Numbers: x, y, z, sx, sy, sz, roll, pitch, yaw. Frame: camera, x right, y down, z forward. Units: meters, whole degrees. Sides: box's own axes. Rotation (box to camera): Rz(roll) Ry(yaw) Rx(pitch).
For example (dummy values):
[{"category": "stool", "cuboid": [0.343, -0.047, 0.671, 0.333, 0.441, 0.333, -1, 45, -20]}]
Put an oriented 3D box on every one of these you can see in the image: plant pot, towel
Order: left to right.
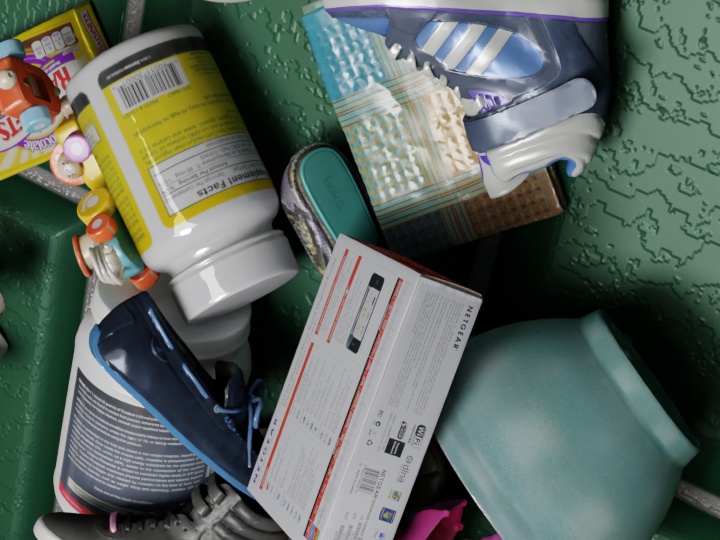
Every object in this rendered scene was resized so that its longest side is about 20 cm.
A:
[{"category": "towel", "cuboid": [0.051, -0.116, 1.390, 0.146, 0.022, 0.202, -16, 101, 28]}, {"category": "plant pot", "cuboid": [0.147, 0.112, 1.345, 0.134, 0.200, 0.201, -36, 89, 10]}]

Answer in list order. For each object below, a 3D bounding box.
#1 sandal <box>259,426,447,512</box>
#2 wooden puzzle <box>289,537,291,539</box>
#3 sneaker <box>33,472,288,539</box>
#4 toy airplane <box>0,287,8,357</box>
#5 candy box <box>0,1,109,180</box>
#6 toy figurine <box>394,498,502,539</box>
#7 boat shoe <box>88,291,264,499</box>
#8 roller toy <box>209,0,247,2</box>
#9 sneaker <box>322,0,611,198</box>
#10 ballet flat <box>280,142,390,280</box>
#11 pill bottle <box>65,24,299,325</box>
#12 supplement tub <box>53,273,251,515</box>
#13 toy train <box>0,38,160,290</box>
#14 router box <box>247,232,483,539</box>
[{"category": "sandal", "cuboid": [-0.011, 0.154, 1.529, 0.199, 0.054, 0.083, -10, 89, 34]}, {"category": "wooden puzzle", "cuboid": [-0.015, 0.224, 1.438, 0.185, 0.037, 0.202, -162, 74, -69]}, {"category": "sneaker", "cuboid": [-0.142, 0.189, 1.486, 0.198, 0.071, 0.100, 17, 105, -7]}, {"category": "toy airplane", "cuboid": [-0.368, 0.010, 1.660, 0.199, 0.142, 0.199, 26, 159, 11]}, {"category": "candy box", "cuboid": [-0.272, -0.136, 1.591, 0.199, 0.026, 0.103, -18, 103, 36]}, {"category": "toy figurine", "cuboid": [0.095, 0.251, 1.404, 0.198, 0.150, 0.186, -20, 83, 9]}, {"category": "boat shoe", "cuboid": [-0.108, 0.096, 1.431, 0.069, 0.084, 0.200, -46, 119, 0]}, {"category": "roller toy", "cuboid": [-0.081, -0.279, 1.341, 0.181, 0.140, 0.201, -21, 98, 37]}, {"category": "sneaker", "cuboid": [0.069, -0.122, 1.317, 0.198, 0.081, 0.148, 4, 102, 5]}, {"category": "ballet flat", "cuboid": [0.000, 0.000, 1.461, 0.072, 0.072, 0.202, -25, 95, 36]}, {"category": "pill bottle", "cuboid": [-0.129, -0.069, 1.457, 0.114, 0.114, 0.201, -29, 83, 37]}, {"category": "supplement tub", "cuboid": [-0.163, 0.105, 1.550, 0.140, 0.140, 0.201, 26, 122, 21]}, {"category": "toy train", "cuboid": [-0.223, -0.068, 1.468, 0.055, 0.150, 0.201, -27, 80, 16]}, {"category": "router box", "cuboid": [-0.002, 0.087, 1.335, 0.048, 0.179, 0.202, 19, 94, -20]}]
